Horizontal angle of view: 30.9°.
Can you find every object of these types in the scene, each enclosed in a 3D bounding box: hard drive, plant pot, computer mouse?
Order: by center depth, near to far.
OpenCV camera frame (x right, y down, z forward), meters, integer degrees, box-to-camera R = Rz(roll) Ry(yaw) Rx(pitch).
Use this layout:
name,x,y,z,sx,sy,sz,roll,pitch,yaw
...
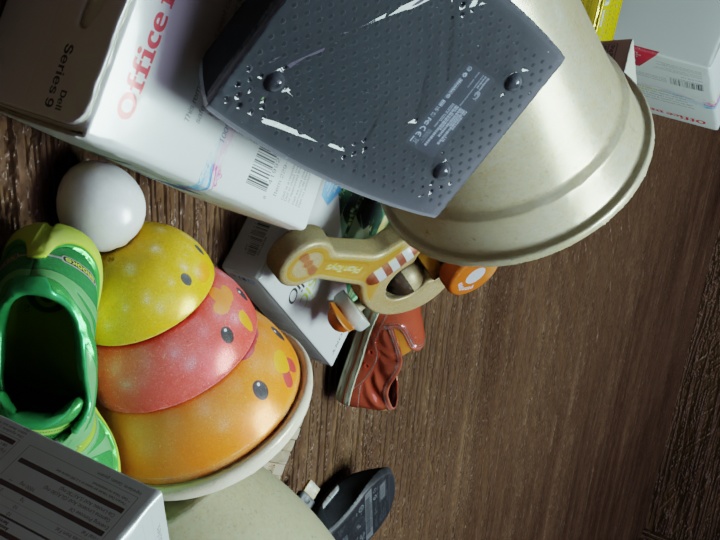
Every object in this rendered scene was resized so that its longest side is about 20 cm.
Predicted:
name,x,y,z,sx,sy,sz,roll,pitch,yaw
hard drive,0.013,-0.109,0.692,0.200,0.042,0.135,21,113,-50
plant pot,0.077,-0.136,0.855,0.201,0.200,0.184,-59,143,-25
computer mouse,-0.039,0.230,1.207,0.200,0.046,0.141,-45,143,-37

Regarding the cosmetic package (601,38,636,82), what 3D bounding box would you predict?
name,x,y,z,sx,sy,sz,roll,pitch,yaw
cosmetic package,0.113,-0.124,1.025,0.104,0.199,0.073,-64,148,-51

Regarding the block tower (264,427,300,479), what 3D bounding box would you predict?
name,x,y,z,sx,sy,sz,roll,pitch,yaw
block tower,-0.103,0.175,0.991,0.200,0.054,0.058,-70,157,-4

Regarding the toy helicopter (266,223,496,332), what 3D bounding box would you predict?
name,x,y,z,sx,sy,sz,roll,pitch,yaw
toy helicopter,0.000,0.000,0.973,0.200,0.079,0.132,6,134,-50

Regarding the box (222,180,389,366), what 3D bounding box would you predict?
name,x,y,z,sx,sy,sz,roll,pitch,yaw
box,-0.032,-0.023,1.020,0.145,0.036,0.200,-65,159,-14

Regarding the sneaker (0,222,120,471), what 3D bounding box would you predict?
name,x,y,z,sx,sy,sz,roll,pitch,yaw
sneaker,-0.174,0.076,0.702,0.084,0.074,0.201,-86,176,-67

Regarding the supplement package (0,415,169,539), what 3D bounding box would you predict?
name,x,y,z,sx,sy,sz,roll,pitch,yaw
supplement package,-0.185,0.186,0.675,0.111,0.155,0.200,-49,150,-40

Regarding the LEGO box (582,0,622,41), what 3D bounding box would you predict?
name,x,y,z,sx,sy,sz,roll,pitch,yaw
LEGO box,0.143,-0.245,1.091,0.077,0.149,0.201,-30,135,-62

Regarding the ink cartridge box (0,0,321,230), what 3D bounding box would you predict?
name,x,y,z,sx,sy,sz,roll,pitch,yaw
ink cartridge box,-0.090,-0.120,0.704,0.200,0.087,0.146,22,87,-60

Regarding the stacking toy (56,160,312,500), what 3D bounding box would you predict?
name,x,y,z,sx,sy,sz,roll,pitch,yaw
stacking toy,-0.124,0.023,0.763,0.146,0.146,0.200,-54,136,-36

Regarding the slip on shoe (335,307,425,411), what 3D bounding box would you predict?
name,x,y,z,sx,sy,sz,roll,pitch,yaw
slip on shoe,0.031,0.042,1.139,0.074,0.061,0.200,-67,176,-59

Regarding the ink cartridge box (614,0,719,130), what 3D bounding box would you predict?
name,x,y,z,sx,sy,sz,roll,pitch,yaw
ink cartridge box,0.414,-0.297,1.684,0.145,0.145,0.200,-67,158,-10

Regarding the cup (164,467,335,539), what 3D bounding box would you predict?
name,x,y,z,sx,sy,sz,roll,pitch,yaw
cup,-0.110,0.190,0.834,0.200,0.200,0.144,-47,128,-44
